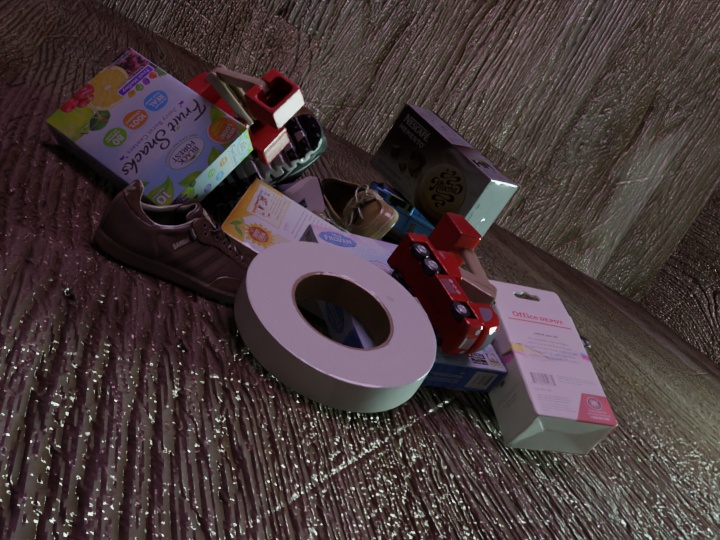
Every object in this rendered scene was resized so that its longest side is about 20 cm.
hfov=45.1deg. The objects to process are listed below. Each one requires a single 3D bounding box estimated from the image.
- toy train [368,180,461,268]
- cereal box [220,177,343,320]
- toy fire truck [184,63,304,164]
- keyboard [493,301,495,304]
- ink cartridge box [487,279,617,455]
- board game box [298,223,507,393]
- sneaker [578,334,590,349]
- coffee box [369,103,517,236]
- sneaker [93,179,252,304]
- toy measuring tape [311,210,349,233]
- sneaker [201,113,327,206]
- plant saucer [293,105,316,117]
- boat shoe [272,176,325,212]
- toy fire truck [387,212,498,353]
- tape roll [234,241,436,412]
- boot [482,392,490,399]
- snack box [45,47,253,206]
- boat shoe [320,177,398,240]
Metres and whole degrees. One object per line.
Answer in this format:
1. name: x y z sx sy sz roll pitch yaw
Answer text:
1. toy train: 0.073 -0.050 1.335 0.200 0.114 0.087 29 12 -10
2. cereal box: -0.068 -0.018 1.038 0.200 0.040 0.144 33 31 -6
3. toy fire truck: -0.146 -0.199 1.035 0.200 0.049 0.141 32 -21 26
4. keyboard: 0.234 0.098 1.223 0.127 0.021 0.200 49 10 -3
5. ink cartridge box: 0.204 0.110 1.017 0.116 0.068 0.200 12 43 -25
6. board game box: 0.043 0.043 0.982 0.200 0.043 0.199 12 37 -34
7. sneaker: 0.333 0.130 1.446 0.114 0.076 0.199 26 6 7
8. coffee box: 0.121 -0.144 1.292 0.080 0.113 0.200 4 37 -49
9. sneaker: -0.158 -0.024 0.859 0.200 0.076 0.070 21 15 -39
10. toy measuring tape: 0.000 0.000 1.147 0.200 0.074 0.074 34 10 -24
11. sneaker: -0.126 -0.134 1.145 0.067 0.200 0.090 65 12 11
12. plant saucer: -0.145 -0.158 1.215 0.200 0.200 0.036 11 50 -59
13. boat shoe: -0.130 -0.073 1.186 0.092 0.075 0.200 -7 15 28
14. toy fire truck: 0.108 0.012 0.984 0.141 0.049 0.200 6 40 -41
15. tape roll: -0.022 0.049 0.835 0.202 0.037 0.203 21 33 -14
16. boot: 0.149 0.117 1.065 0.200 0.078 0.138 26 18 -20
17. snack box: -0.249 -0.160 1.023 0.200 0.142 0.053 36 -18 18
18. boat shoe: -0.011 -0.087 1.219 0.063 0.073 0.200 49 -9 -25
